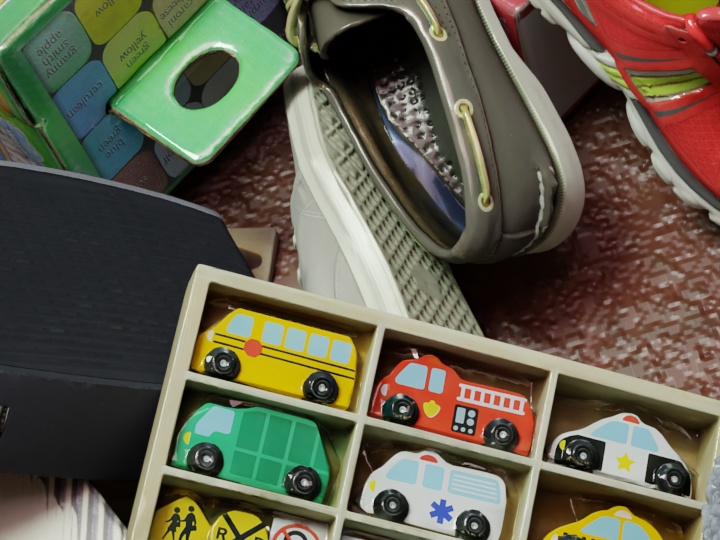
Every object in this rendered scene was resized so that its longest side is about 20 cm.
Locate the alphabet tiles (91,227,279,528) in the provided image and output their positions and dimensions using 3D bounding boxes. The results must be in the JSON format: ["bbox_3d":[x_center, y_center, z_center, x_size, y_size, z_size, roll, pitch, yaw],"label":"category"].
[{"bbox_3d":[-0.093,0.068,1.037,0.167,0.008,0.200,-1,58,14],"label":"alphabet tiles"}]

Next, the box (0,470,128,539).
[{"bbox_3d":[-0.138,0.084,0.985,0.068,0.082,0.200,-35,58,-11],"label":"box"}]

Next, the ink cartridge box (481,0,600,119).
[{"bbox_3d":[0.044,-0.171,1.113,0.200,0.084,0.144,35,70,31],"label":"ink cartridge box"}]

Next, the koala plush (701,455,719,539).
[{"bbox_3d":[0.193,0.060,0.835,0.177,0.200,0.184,24,68,7],"label":"koala plush"}]

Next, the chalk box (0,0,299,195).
[{"bbox_3d":[-0.115,-0.108,1.072,0.200,0.124,0.124,29,68,36],"label":"chalk box"}]

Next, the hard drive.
[{"bbox_3d":[-0.110,0.015,0.966,0.042,0.200,0.135,-54,48,28],"label":"hard drive"}]

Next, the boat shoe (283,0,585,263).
[{"bbox_3d":[0.010,-0.091,1.015,0.060,0.072,0.202,-17,71,-47],"label":"boat shoe"}]

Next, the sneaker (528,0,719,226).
[{"bbox_3d":[0.130,-0.082,0.988,0.200,0.085,0.077,42,75,-10],"label":"sneaker"}]

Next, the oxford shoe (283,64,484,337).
[{"bbox_3d":[0.000,0.000,1.026,0.058,0.075,0.200,-41,48,27],"label":"oxford shoe"}]

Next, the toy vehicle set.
[{"bbox_3d":[0.024,0.083,0.922,0.200,0.027,0.124,15,69,-9],"label":"toy vehicle set"}]
